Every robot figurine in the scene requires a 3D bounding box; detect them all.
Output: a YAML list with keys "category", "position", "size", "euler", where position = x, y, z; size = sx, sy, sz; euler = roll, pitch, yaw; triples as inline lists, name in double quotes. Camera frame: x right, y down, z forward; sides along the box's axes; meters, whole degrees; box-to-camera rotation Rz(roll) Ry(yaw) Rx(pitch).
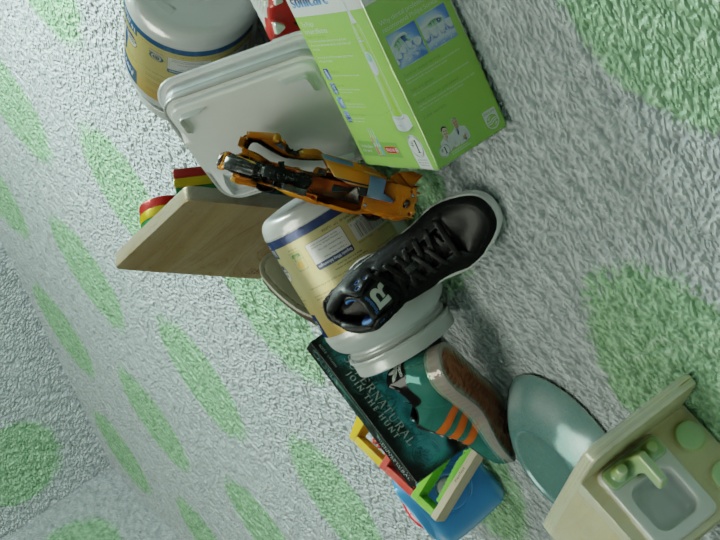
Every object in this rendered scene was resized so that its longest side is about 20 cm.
- category: "robot figurine"
  position: [-0.041, -0.092, 1.485]
  size: [0.200, 0.058, 0.145]
  euler: [15, -179, -2]

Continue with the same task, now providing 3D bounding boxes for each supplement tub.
- category: "supplement tub"
  position: [0.000, 0.000, 1.629]
  size: [0.200, 0.144, 0.144]
  euler: [59, 160, -7]
- category: "supplement tub"
  position: [-0.187, -0.261, 1.654]
  size: [0.145, 0.145, 0.200]
  euler: [51, 159, 14]

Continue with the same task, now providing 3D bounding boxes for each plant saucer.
- category: "plant saucer"
  position: [0.213, 0.204, 1.611]
  size: [0.201, 0.039, 0.201]
  euler: [46, 158, 24]

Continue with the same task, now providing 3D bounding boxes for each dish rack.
- category: "dish rack"
  position: [-0.091, -0.147, 1.535]
  size: [0.172, 0.200, 0.044]
  euler: [55, -152, -42]

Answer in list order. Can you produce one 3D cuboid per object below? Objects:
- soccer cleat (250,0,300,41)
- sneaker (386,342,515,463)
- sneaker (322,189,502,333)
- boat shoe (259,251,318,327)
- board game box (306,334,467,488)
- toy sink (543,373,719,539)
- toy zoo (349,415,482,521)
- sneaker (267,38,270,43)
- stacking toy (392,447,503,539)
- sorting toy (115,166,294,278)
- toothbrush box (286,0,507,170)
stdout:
- category: "soccer cleat"
  position: [-0.088, -0.296, 1.505]
  size: [0.200, 0.069, 0.085]
  euler: [63, 172, -20]
- category: "sneaker"
  position: [0.102, 0.151, 1.657]
  size: [0.080, 0.071, 0.200]
  euler: [-19, 132, 26]
- category: "sneaker"
  position: [0.048, 0.004, 1.461]
  size: [0.200, 0.112, 0.073]
  euler: [-34, 99, 35]
- category: "boat shoe"
  position: [-0.032, 0.042, 1.801]
  size: [0.200, 0.072, 0.060]
  euler: [25, 155, 3]
- category: "board game box"
  position: [0.051, 0.129, 1.724]
  size: [0.200, 0.135, 0.028]
  euler: [52, 156, 9]
- category: "toy sink"
  position: [0.265, 0.204, 1.365]
  size: [0.112, 0.130, 0.200]
  euler: [49, 158, 19]
- category: "toy zoo"
  position: [0.064, 0.190, 1.824]
  size: [0.020, 0.131, 0.200]
  euler: [13, -159, -50]
- category: "sneaker"
  position: [-0.121, -0.187, 1.602]
  size: [0.079, 0.075, 0.200]
  euler: [47, 125, 22]
- category: "stacking toy"
  position: [0.102, 0.287, 1.927]
  size: [0.116, 0.110, 0.200]
  euler: [50, 170, 10]
- category: "sorting toy"
  position: [-0.160, -0.064, 1.765]
  size: [0.200, 0.198, 0.070]
  euler: [-35, 58, 50]
- category: "toothbrush box"
  position: [0.026, -0.198, 1.355]
  size: [0.200, 0.086, 0.146]
  euler: [62, 160, -17]
